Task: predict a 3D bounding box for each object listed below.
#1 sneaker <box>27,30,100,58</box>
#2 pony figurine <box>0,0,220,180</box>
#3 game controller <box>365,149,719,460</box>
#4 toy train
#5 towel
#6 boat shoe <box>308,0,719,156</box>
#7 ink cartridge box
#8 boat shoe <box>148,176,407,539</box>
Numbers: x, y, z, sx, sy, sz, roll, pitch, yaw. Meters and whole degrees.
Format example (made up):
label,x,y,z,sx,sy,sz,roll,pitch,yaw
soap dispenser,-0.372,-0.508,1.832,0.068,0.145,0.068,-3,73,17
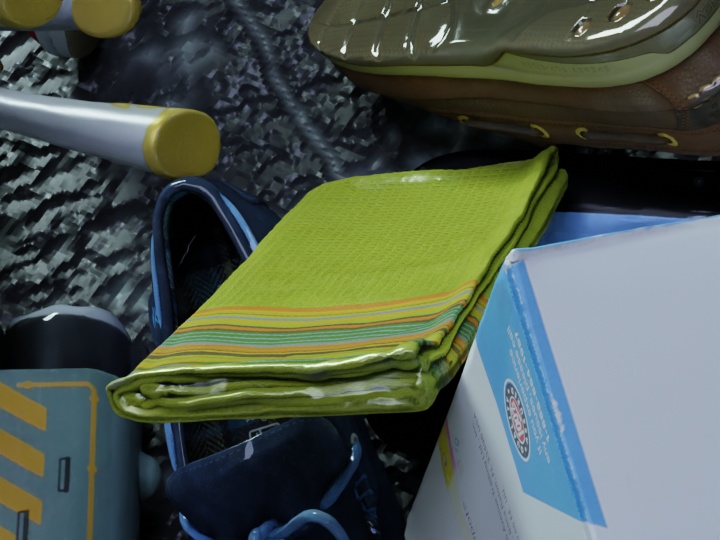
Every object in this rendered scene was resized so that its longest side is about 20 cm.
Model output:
label,x,y,z,sx,sy,sz,roll,pitch,yaw
sneaker,-0.152,-0.160,0.962,0.112,0.201,0.071,-3,33,13
pony figurine,-0.171,-0.067,0.895,0.199,0.193,0.168,9,97,45
game controller,0.099,0.016,0.875,0.199,0.042,0.105,3,59,16
toy train,-0.115,0.095,0.858,0.113,0.085,0.201,-1,55,-1
towel,0.000,0.000,0.798,0.086,0.018,0.200,-3,17,15
boat shoe,0.054,-0.067,0.901,0.072,0.068,0.200,-48,29,-19
ink cartridge box,0.095,0.083,0.740,0.125,0.200,0.129,-11,67,-12
boat shoe,-0.033,0.066,0.847,0.084,0.069,0.201,-27,63,9
